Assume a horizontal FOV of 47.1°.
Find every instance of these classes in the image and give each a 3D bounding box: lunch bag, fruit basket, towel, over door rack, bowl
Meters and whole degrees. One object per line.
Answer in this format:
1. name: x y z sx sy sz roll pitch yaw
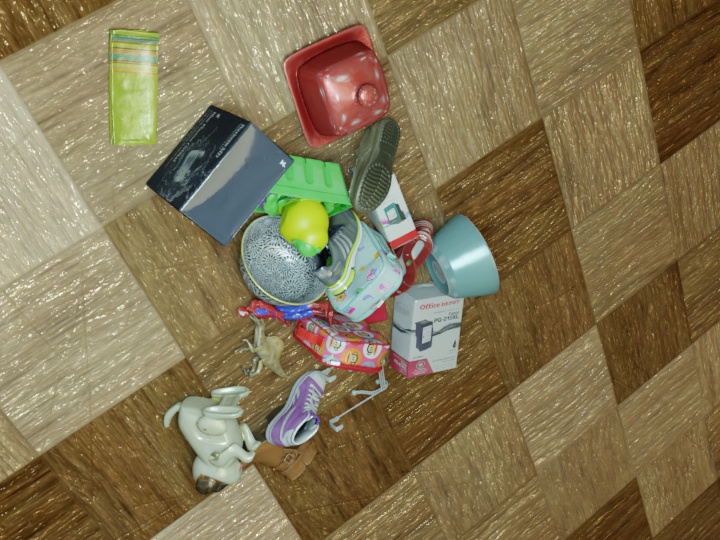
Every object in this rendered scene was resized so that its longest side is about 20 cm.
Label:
1. lunch bag: -0.053 0.144 1.742 0.176 0.200 0.082 11 102 -32
2. fruit basket: -0.121 -0.115 1.600 0.215 0.155 0.216 8 76 -33
3. lunch bag: 0.000 0.000 1.690 0.160 0.200 0.077 -42 131 12
4. towel: -0.398 -0.320 1.452 0.086 0.018 0.200 -5 112 -30
5. over door rack: -0.020 0.245 1.876 0.200 0.067 0.148 -34 127 -41
6. bowl: -0.169 -0.003 1.656 0.201 0.094 0.201 19 54 -28
7. bowl: 0.215 -0.016 1.855 0.105 0.201 0.201 -26 121 -12

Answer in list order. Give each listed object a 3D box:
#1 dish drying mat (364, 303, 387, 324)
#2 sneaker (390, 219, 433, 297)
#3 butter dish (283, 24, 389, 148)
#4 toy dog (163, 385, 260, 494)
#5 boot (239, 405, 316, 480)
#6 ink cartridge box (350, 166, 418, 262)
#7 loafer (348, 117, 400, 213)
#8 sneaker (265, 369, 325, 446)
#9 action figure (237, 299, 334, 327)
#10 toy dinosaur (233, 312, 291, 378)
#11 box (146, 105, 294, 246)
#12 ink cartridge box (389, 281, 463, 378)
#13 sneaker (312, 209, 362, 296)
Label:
1. dish drying mat: 0.005 0.033 1.834 0.077 0.018 0.200 -13 119 0
2. sneaker: 0.108 -0.031 1.851 0.078 0.116 0.200 37 125 -7
3. butter dish: -0.018 -0.347 1.598 0.200 0.148 0.200 -30 123 -20
4. toy dog: -0.303 0.363 1.703 0.194 0.140 0.200 -6 105 -7
5. boot: -0.196 0.417 1.835 0.200 0.074 0.155 -40 120 -17
6. ink cartridge box: 0.057 -0.127 1.747 0.067 0.116 0.200 -27 122 -5
7. loafer: 0.023 -0.204 1.626 0.076 0.067 0.200 30 74 -36
8. sneaker: -0.109 0.301 1.792 0.073 0.114 0.201 49 54 -26
9. action figure: -0.158 0.087 1.687 0.065 0.200 0.052 60 36 -65
10. toy dinosaur: -0.203 0.187 1.754 0.101 0.058 0.200 -33 123 -18
11. box: -0.256 -0.176 1.486 0.197 0.200 0.117 -52 126 -5
12. ink cartridge box: 0.155 0.136 1.941 0.145 0.084 0.200 -8 113 -30
13. sneaker: -0.049 -0.052 1.650 0.081 0.074 0.200 38 43 -39
